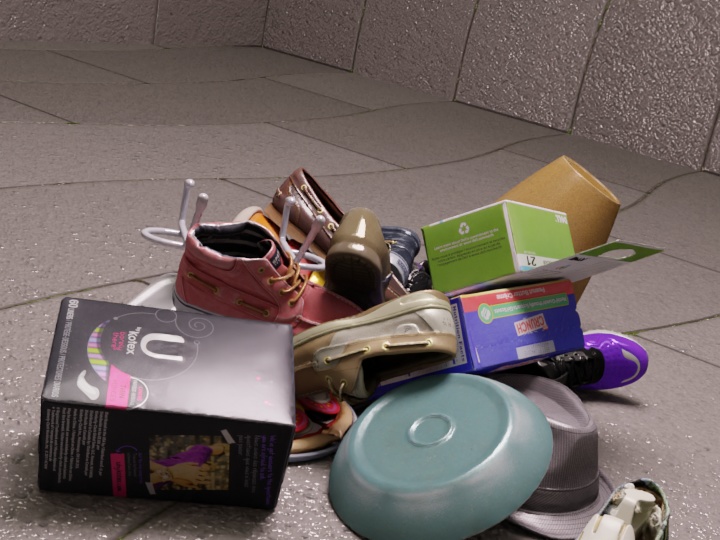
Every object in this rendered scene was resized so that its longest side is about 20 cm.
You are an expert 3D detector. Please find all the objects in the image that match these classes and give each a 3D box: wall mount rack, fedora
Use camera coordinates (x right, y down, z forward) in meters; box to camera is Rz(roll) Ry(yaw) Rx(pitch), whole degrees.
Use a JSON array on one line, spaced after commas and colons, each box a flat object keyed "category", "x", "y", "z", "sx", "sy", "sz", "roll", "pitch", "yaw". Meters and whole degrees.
[{"category": "wall mount rack", "x": -0.116, "y": -0.044, "z": 1.156, "sx": 0.197, "sy": 0.076, "sz": 0.174, "roll": 9, "pitch": 11, "yaw": -16}, {"category": "fedora", "x": 0.156, "y": 0.155, "z": 1.064, "sx": 0.175, "sy": 0.092, "sz": 0.199, "roll": -3, "pitch": 21, "yaw": -36}]

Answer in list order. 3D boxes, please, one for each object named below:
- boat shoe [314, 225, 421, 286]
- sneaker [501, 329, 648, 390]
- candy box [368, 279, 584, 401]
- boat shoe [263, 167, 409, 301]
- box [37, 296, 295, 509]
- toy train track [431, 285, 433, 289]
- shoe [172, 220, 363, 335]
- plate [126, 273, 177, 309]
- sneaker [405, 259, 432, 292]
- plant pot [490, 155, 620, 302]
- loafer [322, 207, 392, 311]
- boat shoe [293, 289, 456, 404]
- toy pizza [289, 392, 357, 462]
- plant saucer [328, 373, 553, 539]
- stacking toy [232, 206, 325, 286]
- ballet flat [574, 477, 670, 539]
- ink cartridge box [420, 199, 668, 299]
[{"category": "boat shoe", "x": -0.022, "y": 0.001, "z": 1.384, "sx": 0.197, "sy": 0.072, "sz": 0.091, "roll": -9, "pitch": 25, "yaw": 26}, {"category": "sneaker", "x": 0.227, "y": 0.111, "z": 1.299, "sx": 0.196, "sy": 0.071, "sz": 0.100, "roll": 4, "pitch": 18, "yaw": 7}, {"category": "candy box", "x": 0.097, "y": 0.074, "z": 1.163, "sx": 0.167, "sy": 0.078, "sz": 0.199, "roll": -5, "pitch": -10, "yaw": -42}, {"category": "boat shoe", "x": -0.016, "y": -0.031, "z": 1.276, "sx": 0.199, "sy": 0.071, "sz": 0.070, "roll": 41, "pitch": 7, "yaw": 5}, {"category": "box", "x": -0.157, "y": 0.109, "z": 0.946, "sx": 0.196, "sy": 0.107, "sz": 0.123, "roll": 7, "pitch": 38, "yaw": -11}, {"category": "toy train track", "x": 0.141, "y": 0.049, "z": 1.294, "sx": 0.032, "sy": 0.116, "sz": 0.199, "roll": 10, "pitch": -33, "yaw": -43}, {"category": "shoe", "x": -0.076, "y": 0.017, "z": 1.084, "sx": 0.197, "sy": 0.092, "sz": 0.072, "roll": 14, "pitch": 41, "yaw": -5}, {"category": "plate", "x": -0.174, "y": 0.062, "z": 1.132, "sx": 0.197, "sy": 0.033, "sz": 0.200, "roll": 12, "pitch": 35, "yaw": 27}, {"category": "sneaker", "x": 0.041, "y": 0.033, "z": 1.396, "sx": 0.075, "sy": 0.089, "sz": 0.199, "roll": 18, "pitch": 19, "yaw": 24}, {"category": "plant pot", "x": 0.222, "y": -0.035, "z": 1.422, "sx": 0.185, "sy": 0.201, "sz": 0.187, "roll": 34, "pitch": 18, "yaw": -12}, {"category": "loafer", "x": 0.000, "y": 0.000, "z": 1.156, "sx": 0.075, "sy": 0.068, "sz": 0.200, "roll": 18, "pitch": -20, "yaw": 1}, {"category": "boat shoe", "x": -0.006, "y": 0.083, "z": 1.041, "sx": 0.198, "sy": 0.067, "sz": 0.074, "roll": -25, "pitch": -31, "yaw": 14}, {"category": "toy pizza", "x": -0.098, "y": 0.126, "z": 1.112, "sx": 0.197, "sy": 0.032, "sz": 0.201, "roll": 9, "pitch": 17, "yaw": -3}, {"category": "plant saucer", "x": 0.063, "y": 0.147, "z": 0.975, "sx": 0.197, "sy": 0.036, "sz": 0.201, "roll": -14, "pitch": 30, "yaw": 8}, {"category": "stacking toy", "x": -0.067, "y": 0.026, "z": 1.293, "sx": 0.197, "sy": 0.148, "sz": 0.146, "roll": 21, "pitch": 18, "yaw": 7}, {"category": "ballet flat", "x": 0.203, "y": 0.219, "z": 0.929, "sx": 0.073, "sy": 0.076, "sz": 0.199, "roll": 17, "pitch": 18, "yaw": 23}, {"category": "ink cartridge box", "x": 0.183, "y": -0.029, "z": 1.143, "sx": 0.198, "sy": 0.077, "sz": 0.147, "roll": -19, "pitch": -13, "yaw": 32}]
